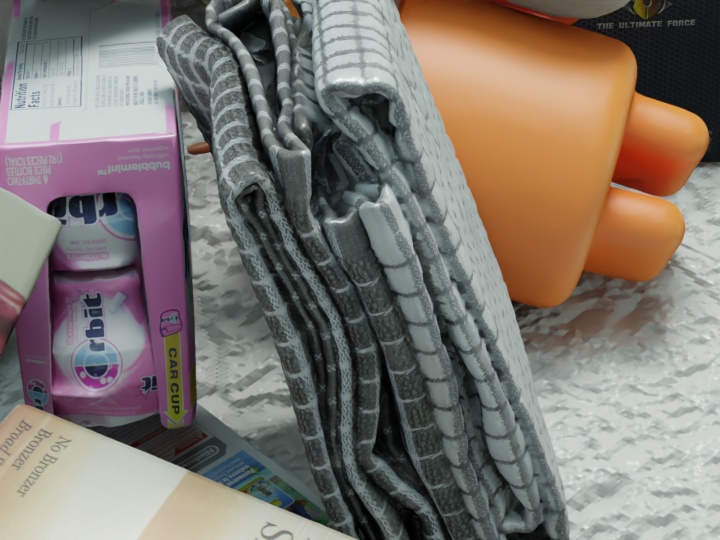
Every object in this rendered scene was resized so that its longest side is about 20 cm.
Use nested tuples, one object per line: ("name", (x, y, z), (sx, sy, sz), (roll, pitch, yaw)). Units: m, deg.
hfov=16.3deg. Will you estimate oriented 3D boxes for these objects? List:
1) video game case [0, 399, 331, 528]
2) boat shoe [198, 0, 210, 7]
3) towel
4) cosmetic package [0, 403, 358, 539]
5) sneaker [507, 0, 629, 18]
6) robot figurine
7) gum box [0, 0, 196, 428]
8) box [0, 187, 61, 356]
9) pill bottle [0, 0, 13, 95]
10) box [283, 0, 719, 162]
("video game case", (-0.082, 0.109, 0.903), (0.143, 0.018, 0.200), (-28, 44, -31))
("boat shoe", (0.023, -0.144, 1.143), (0.202, 0.075, 0.075), (4, 65, -13))
("towel", (0.000, 0.000, 0.879), (0.085, 0.200, 0.166), (-20, 27, 5))
("cosmetic package", (-0.044, 0.134, 0.782), (0.200, 0.087, 0.103), (20, 45, 13))
("sneaker", (0.017, -0.152, 0.971), (0.200, 0.072, 0.073), (14, 58, -12))
("robot figurine", (0.036, -0.053, 1.014), (0.200, 0.144, 0.117), (17, 25, 1))
("gum box", (-0.100, -0.027, 0.968), (0.066, 0.114, 0.200), (-5, 23, -3))
("box", (-0.205, 0.048, 0.814), (0.128, 0.109, 0.200), (30, 68, -19))
("pill bottle", (-0.159, -0.155, 1.110), (0.111, 0.200, 0.111), (22, -2, 1))
("box", (0.065, -0.120, 1.086), (0.200, 0.158, 0.051), (-2, 36, -1))
